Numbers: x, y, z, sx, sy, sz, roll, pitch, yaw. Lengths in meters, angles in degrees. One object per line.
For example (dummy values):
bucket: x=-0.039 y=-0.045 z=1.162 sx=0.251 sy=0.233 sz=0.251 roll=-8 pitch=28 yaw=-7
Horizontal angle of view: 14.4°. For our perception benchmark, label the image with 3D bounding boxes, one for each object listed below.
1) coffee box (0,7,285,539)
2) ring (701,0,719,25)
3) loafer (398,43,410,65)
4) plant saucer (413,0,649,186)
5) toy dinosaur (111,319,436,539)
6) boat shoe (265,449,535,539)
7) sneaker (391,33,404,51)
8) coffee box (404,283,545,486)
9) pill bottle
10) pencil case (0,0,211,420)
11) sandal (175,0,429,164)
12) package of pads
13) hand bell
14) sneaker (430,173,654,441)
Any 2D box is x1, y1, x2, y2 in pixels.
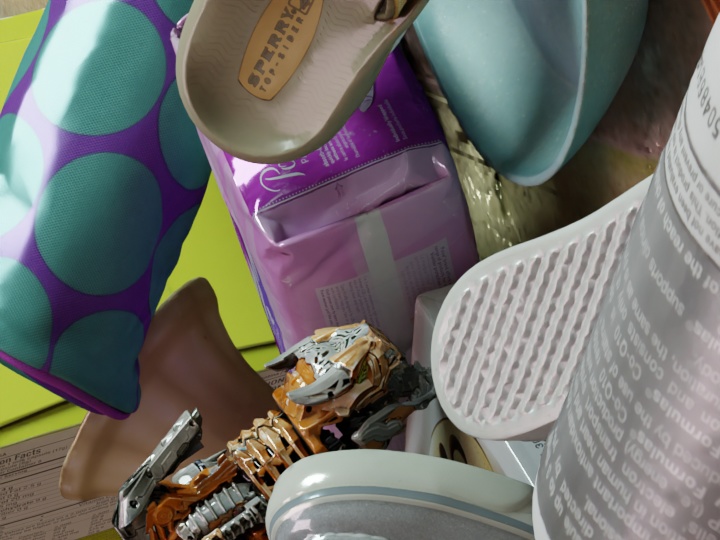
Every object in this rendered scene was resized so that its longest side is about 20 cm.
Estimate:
coffee box: x=-0.129 y=0.009 z=1.312 sx=0.198 sy=0.200 sz=0.200 roll=112 pitch=139 yaw=-63
ring: x=0.113 y=-0.120 z=0.748 sx=0.200 sy=0.019 sz=0.201 roll=164 pitch=90 yaw=-73
loafer: x=-0.033 y=-0.106 z=1.141 sx=0.072 sy=0.063 sz=0.200 roll=99 pitch=150 yaw=-53
plant saucer: x=0.048 y=-0.128 z=0.904 sx=0.200 sy=0.036 sz=0.201 roll=167 pitch=90 yaw=-76
toy dinosaur: x=-0.038 y=0.111 z=0.934 sx=0.200 sy=0.136 sz=0.102 roll=-42 pitch=35 yaw=23
boat shoe: x=0.059 y=0.122 z=0.845 sx=0.070 sy=0.200 sz=0.072 roll=-53 pitch=13 yaw=44
sneaker: x=-0.017 y=-0.158 z=0.934 sx=0.099 sy=0.078 sz=0.201 roll=174 pitch=92 yaw=-82
coffee box: x=0.070 y=0.104 z=0.972 sx=0.200 sy=0.080 sz=0.113 roll=94 pitch=154 yaw=-45
pill bottle: x=0.106 y=0.035 z=0.668 sx=0.114 sy=0.114 sz=0.200 roll=58 pitch=141 yaw=42
pencil case: x=-0.089 y=-0.050 z=1.064 sx=0.085 sy=0.200 sz=0.092 roll=17 pitch=171 yaw=28
sandal: x=-0.009 y=-0.106 z=0.836 sx=0.080 sy=0.054 sz=0.200 roll=33 pitch=125 yaw=9
package of pads: x=0.000 y=0.000 z=1.016 sx=0.200 sy=0.076 sz=0.121 roll=73 pitch=173 yaw=-50
hand bell: x=-0.007 y=0.097 z=1.126 sx=0.200 sy=0.104 sz=0.104 roll=31 pitch=151 yaw=9
sneaker: x=0.110 y=0.006 z=0.802 sx=0.200 sy=0.082 sz=0.074 roll=-12 pitch=82 yaw=51
